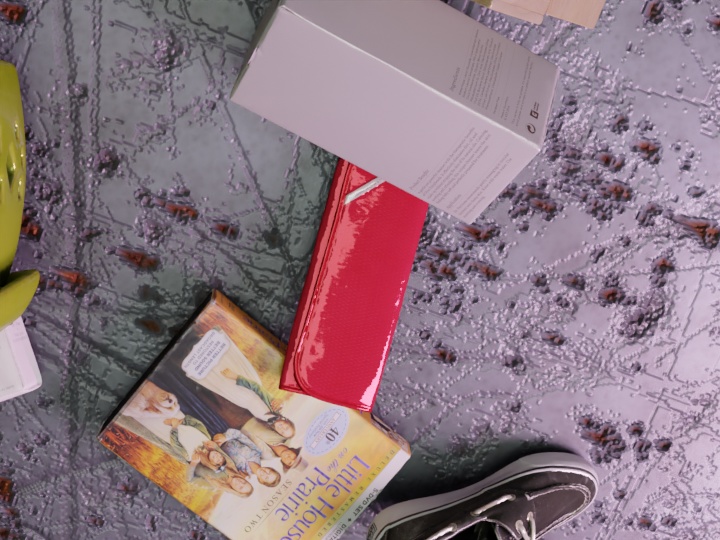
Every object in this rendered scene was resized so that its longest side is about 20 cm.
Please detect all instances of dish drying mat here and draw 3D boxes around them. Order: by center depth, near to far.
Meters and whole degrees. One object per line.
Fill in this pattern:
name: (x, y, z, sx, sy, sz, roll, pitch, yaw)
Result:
dish drying mat: (0.000, 0.000, 0.994, 0.076, 0.018, 0.203, 15, 93, -14)

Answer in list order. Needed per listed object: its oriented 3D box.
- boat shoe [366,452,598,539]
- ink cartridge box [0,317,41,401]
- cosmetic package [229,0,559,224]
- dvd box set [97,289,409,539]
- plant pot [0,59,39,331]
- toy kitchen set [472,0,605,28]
boat shoe: (0.105, 0.202, 1.045, 0.198, 0.064, 0.072, -16, 120, -17)
ink cartridge box: (-0.345, 0.018, 0.994, 0.159, 0.050, 0.203, -18, 90, 2)
cosmetic package: (0.023, -0.129, 0.922, 0.198, 0.086, 0.108, 28, 144, -12)
dvd box set: (-0.081, 0.132, 1.038, 0.199, 0.029, 0.147, 40, 100, -13)
plant pot: (-0.322, -0.032, 0.875, 0.197, 0.199, 0.184, -9, 98, 1)
toy kitchen set: (0.075, -0.277, 0.870, 0.162, 0.199, 0.182, 30, 107, 30)
